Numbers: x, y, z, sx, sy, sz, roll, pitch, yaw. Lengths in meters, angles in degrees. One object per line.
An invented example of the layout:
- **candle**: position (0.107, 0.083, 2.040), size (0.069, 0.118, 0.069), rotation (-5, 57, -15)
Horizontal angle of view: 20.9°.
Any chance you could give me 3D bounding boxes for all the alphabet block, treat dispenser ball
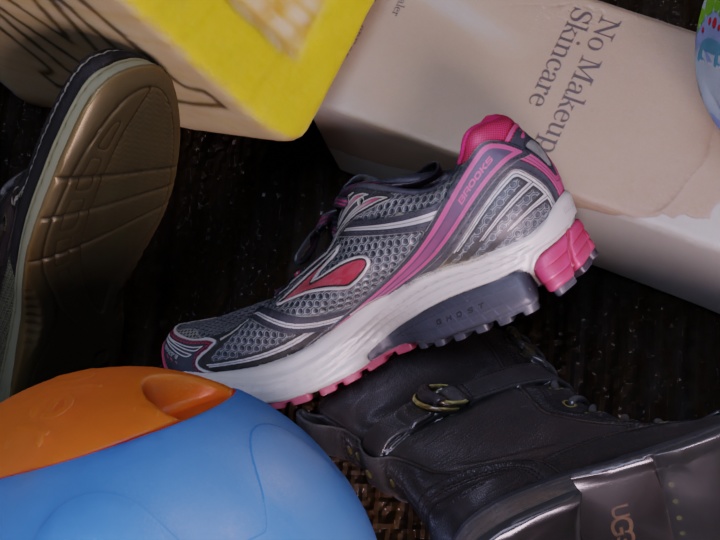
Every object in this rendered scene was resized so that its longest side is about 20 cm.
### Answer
- **alphabet block**: position (-0.106, -0.191, 0.850), size (0.199, 0.196, 0.196), rotation (13, 72, 46)
- **treat dispenser ball**: position (-0.087, 0.138, 0.746), size (0.199, 0.201, 0.203), rotation (-5, 68, 12)

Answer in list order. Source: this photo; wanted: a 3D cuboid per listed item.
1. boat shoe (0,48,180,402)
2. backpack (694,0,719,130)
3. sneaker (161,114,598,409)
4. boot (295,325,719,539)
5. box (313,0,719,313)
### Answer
- **boat shoe**: position (-0.132, -0.014, 0.839), size (0.071, 0.202, 0.066), rotation (-18, 48, -40)
- **backpack**: position (0.235, -0.097, 0.725), size (0.200, 0.183, 0.147), rotation (-49, 24, 5)
- **sneaker**: position (0.000, 0.000, 0.822), size (0.199, 0.081, 0.075), rotation (-24, 99, 23)
- **boot**: position (0.087, 0.062, 0.777), size (0.198, 0.070, 0.174), rotation (-13, 24, -13)
- **box**: position (0.087, -0.065, 0.852), size (0.199, 0.078, 0.096), rotation (20, 74, 20)
